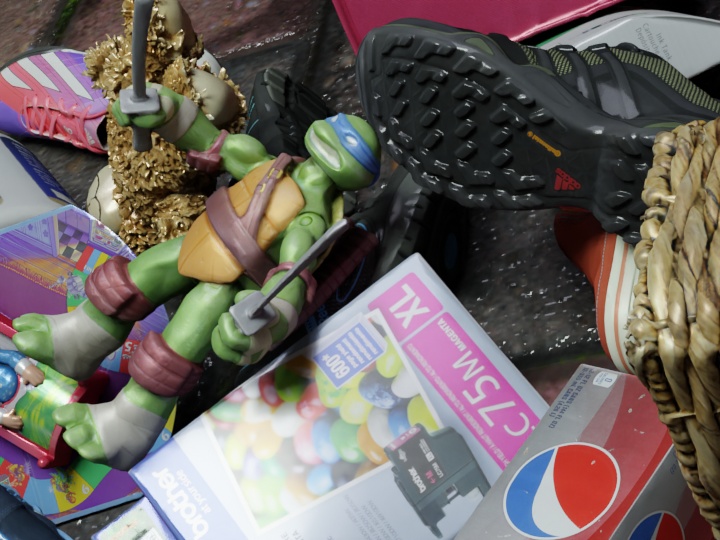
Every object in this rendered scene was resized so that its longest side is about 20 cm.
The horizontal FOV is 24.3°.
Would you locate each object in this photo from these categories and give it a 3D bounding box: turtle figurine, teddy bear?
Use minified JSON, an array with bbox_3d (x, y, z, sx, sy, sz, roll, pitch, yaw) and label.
[{"bbox_3d":[-0.089,-0.013,0.762,0.194,0.144,0.200,-46,-5,14],"label":"turtle figurine"},{"bbox_3d":[-0.113,-0.069,0.906,0.067,0.146,0.200,-25,-3,-23],"label":"teddy bear"}]

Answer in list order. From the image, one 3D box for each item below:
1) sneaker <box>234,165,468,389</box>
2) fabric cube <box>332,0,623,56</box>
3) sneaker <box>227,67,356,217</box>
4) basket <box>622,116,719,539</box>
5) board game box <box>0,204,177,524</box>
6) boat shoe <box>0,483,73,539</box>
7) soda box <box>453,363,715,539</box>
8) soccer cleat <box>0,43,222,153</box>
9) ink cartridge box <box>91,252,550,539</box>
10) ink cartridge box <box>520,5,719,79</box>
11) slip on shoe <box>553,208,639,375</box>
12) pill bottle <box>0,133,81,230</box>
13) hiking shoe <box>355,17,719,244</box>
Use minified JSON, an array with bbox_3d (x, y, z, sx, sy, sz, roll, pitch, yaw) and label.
[{"bbox_3d":[0.000,0.000,0.864,0.081,0.073,0.201,4,46,25],"label":"sneaker"},{"bbox_3d":[0.072,-0.237,0.956,0.199,0.197,0.199,-20,13,13],"label":"fabric cube"},{"bbox_3d":[-0.051,-0.057,0.975,0.079,0.075,0.200,-49,15,19],"label":"sneaker"},{"bbox_3d":[0.197,0.033,0.588,0.148,0.201,0.143,-11,37,27],"label":"basket"},{"bbox_3d":[-0.194,0.060,0.870,0.199,0.159,0.039,-18,-5,15],"label":"board game box"},{"bbox_3d":[-0.173,0.144,0.778,0.200,0.069,0.084,39,91,25],"label":"boat shoe"},{"bbox_3d":[0.073,0.133,0.666,0.070,0.064,0.200,12,53,44],"label":"soda box"},{"bbox_3d":[-0.188,-0.112,1.146,0.199,0.068,0.073,-3,47,29],"label":"soccer cleat"},{"bbox_3d":[-0.015,0.097,0.747,0.200,0.042,0.119,-38,67,-6],"label":"ink cartridge box"},{"bbox_3d":[0.163,-0.131,0.890,0.199,0.050,0.161,-28,9,5],"label":"ink cartridge box"},{"bbox_3d":[0.126,-0.013,0.806,0.061,0.074,0.200,-21,30,20],"label":"slip on shoe"},{"bbox_3d":[-0.232,-0.019,1.013,0.119,0.120,0.200,-35,36,-9],"label":"pill bottle"},{"bbox_3d":[0.094,-0.068,0.765,0.199,0.076,0.101,24,30,20],"label":"hiking shoe"}]
